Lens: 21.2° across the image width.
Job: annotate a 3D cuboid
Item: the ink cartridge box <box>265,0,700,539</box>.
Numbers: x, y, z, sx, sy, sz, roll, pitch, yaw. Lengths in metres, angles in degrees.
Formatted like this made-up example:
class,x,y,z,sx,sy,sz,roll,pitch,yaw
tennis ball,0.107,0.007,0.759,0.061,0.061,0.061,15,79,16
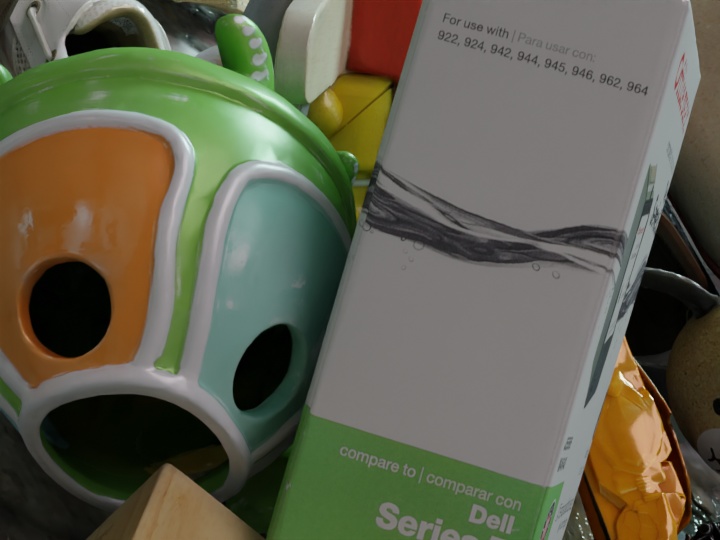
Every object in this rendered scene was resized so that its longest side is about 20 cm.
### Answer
class,x,y,z,sx,sy,sz,roll,pitch,yaw
ink cartridge box,0.048,0.004,0.649,0.083,0.201,0.145,17,0,11

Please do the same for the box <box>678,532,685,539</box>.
class,x,y,z,sx,sy,sz,roll,pitch,yaw
box,0.177,0.221,0.808,0.158,0.048,0.200,38,26,-18

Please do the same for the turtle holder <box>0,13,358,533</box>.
class,x,y,z,sx,sy,sz,roll,pitch,yaw
turtle holder,-0.071,0.018,0.658,0.140,0.186,0.132,3,52,-4

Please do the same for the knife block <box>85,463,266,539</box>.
class,x,y,z,sx,sy,sz,roll,pitch,yaw
knife block,-0.056,0.146,0.545,0.200,0.064,0.176,40,26,-13

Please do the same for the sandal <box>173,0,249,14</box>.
class,x,y,z,sx,sy,sz,roll,pitch,yaw
sandal,-0.064,-0.163,0.950,0.211,0.069,0.078,25,66,-41

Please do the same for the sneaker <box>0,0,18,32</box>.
class,x,y,z,sx,sy,sz,roll,pitch,yaw
sneaker,-0.187,-0.178,0.806,0.070,0.076,0.201,5,48,-54

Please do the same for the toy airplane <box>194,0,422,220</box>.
class,x,y,z,sx,sy,sz,roll,pitch,yaw
toy airplane,-0.013,-0.095,0.792,0.200,0.140,0.200,61,19,-55

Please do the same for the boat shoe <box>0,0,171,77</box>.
class,x,y,z,sx,sy,sz,roll,pitch,yaw
boat shoe,-0.108,-0.085,0.797,0.071,0.069,0.201,19,35,-38

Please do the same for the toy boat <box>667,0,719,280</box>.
class,x,y,z,sx,sy,sz,roll,pitch,yaw
toy boat,0.198,-0.065,0.913,0.131,0.130,0.201,60,5,-60

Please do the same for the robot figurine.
class,x,y,z,sx,sy,sz,roll,pitch,yaw
robot figurine,0.081,0.110,0.750,0.144,0.058,0.201,-12,65,-10

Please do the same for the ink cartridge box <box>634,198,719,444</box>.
class,x,y,z,sx,sy,sz,roll,pitch,yaw
ink cartridge box,0.165,-0.019,1.020,0.068,0.114,0.201,53,18,-56

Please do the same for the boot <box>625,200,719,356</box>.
class,x,y,z,sx,sy,sz,roll,pitch,yaw
boot,0.103,0.004,0.874,0.075,0.097,0.200,64,10,29

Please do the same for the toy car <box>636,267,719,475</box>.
class,x,y,z,sx,sy,sz,roll,pitch,yaw
toy car,0.171,0.067,0.802,0.199,0.165,0.158,30,58,23
